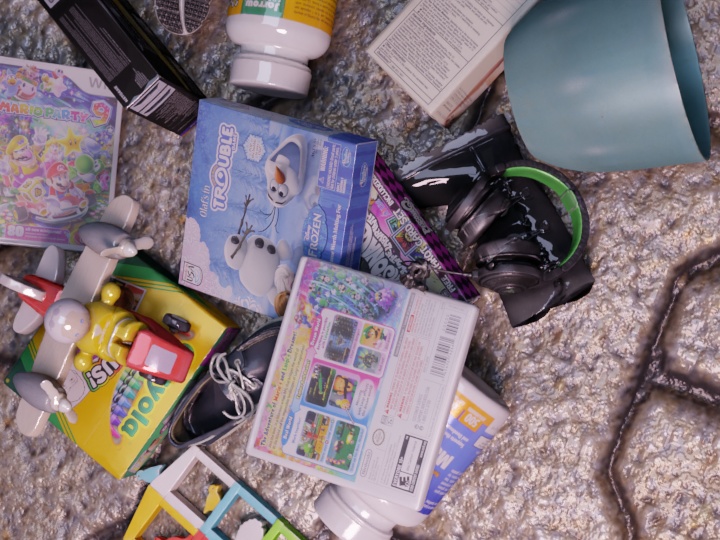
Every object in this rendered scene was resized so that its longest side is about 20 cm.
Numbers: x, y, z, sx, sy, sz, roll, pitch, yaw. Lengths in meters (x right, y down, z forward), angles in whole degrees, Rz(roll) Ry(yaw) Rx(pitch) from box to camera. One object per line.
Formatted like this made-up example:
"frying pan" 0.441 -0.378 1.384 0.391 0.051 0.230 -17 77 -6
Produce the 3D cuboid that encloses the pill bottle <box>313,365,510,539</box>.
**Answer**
"pill bottle" 0.046 0.180 1.340 0.112 0.112 0.200 40 95 14

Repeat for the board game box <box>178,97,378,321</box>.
"board game box" -0.088 -0.056 1.373 0.198 0.043 0.201 18 109 30

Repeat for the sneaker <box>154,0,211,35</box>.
"sneaker" -0.174 -0.353 1.443 0.073 0.080 0.201 20 100 -11

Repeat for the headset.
"headset" 0.127 -0.033 1.280 0.199 0.094 0.124 -26 79 -14

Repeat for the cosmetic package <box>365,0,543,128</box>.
"cosmetic package" 0.115 -0.254 1.370 0.200 0.087 0.103 -45 75 8

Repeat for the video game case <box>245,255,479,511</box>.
"video game case" 0.001 0.105 1.290 0.181 0.024 0.201 16 90 16

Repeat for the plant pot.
"plant pot" 0.230 -0.185 1.287 0.160 0.200 0.202 -12 83 22

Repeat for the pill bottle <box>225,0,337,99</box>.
"pill bottle" -0.079 -0.286 1.409 0.112 0.113 0.201 10 88 15

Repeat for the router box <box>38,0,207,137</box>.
"router box" -0.256 -0.242 1.429 0.052 0.157 0.200 -41 77 8

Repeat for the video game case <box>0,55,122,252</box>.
"video game case" -0.336 -0.124 1.472 0.143 0.018 0.201 6 86 -20

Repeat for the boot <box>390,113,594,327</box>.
"boot" 0.121 -0.032 1.367 0.164 0.066 0.201 -29 84 12

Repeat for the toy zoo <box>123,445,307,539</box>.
"toy zoo" -0.162 0.278 1.432 0.200 0.020 0.131 38 95 15

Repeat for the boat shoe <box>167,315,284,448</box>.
"boat shoe" -0.127 0.118 1.381 0.200 0.062 0.075 -37 83 32

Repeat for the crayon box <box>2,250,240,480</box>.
"crayon box" -0.256 0.091 1.452 0.172 0.058 0.200 36 95 14

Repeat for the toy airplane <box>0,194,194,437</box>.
"toy airplane" -0.283 0.045 1.360 0.198 0.141 0.201 -21 81 11

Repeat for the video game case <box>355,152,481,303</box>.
"video game case" 0.000 0.000 1.374 0.181 0.036 0.200 -42 76 32
